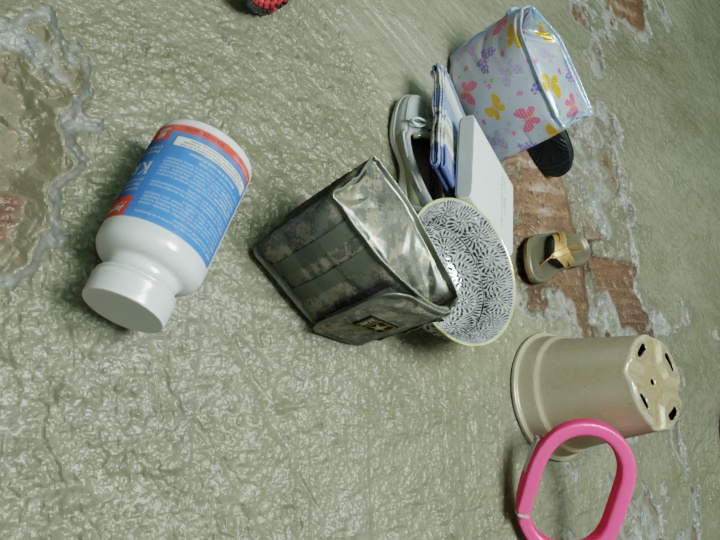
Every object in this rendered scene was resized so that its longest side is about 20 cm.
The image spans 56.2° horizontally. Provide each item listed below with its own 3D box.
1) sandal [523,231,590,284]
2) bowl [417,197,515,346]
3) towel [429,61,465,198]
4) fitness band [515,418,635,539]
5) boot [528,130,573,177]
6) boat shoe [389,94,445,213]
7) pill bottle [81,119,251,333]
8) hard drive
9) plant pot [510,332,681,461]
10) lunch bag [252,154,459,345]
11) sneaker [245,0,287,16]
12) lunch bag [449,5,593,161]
[{"bbox_3d":[0.340,-0.031,1.141,0.199,0.054,0.081,-12,83,-40],"label":"sandal"},{"bbox_3d":[0.110,0.011,0.916,0.200,0.094,0.202,14,67,-35],"label":"bowl"},{"bbox_3d":[0.134,-0.188,0.997,0.147,0.024,0.201,50,36,-51],"label":"towel"},{"bbox_3d":[0.294,0.301,0.924,0.143,0.037,0.202,16,97,4],"label":"fitness band"},{"bbox_3d":[0.347,-0.286,1.222,0.162,0.073,0.199,-41,102,-43],"label":"boot"},{"bbox_3d":[0.089,-0.166,0.976,0.074,0.065,0.204,13,68,-35],"label":"boat shoe"},{"bbox_3d":[-0.194,-0.044,0.679,0.112,0.112,0.201,35,56,-25],"label":"pill bottle"},{"bbox_3d":[0.191,-0.121,1.016,0.200,0.026,0.133,40,50,-54],"label":"hard drive"},{"bbox_3d":[0.359,0.176,1.004,0.199,0.183,0.202,13,68,-35],"label":"plant pot"},{"bbox_3d":[0.000,0.000,0.786,0.200,0.164,0.118,52,46,-12],"label":"lunch bag"},{"bbox_3d":[-0.114,-0.411,0.899,0.096,0.079,0.200,44,44,-7],"label":"sneaker"},{"bbox_3d":[0.248,-0.297,1.077,0.127,0.169,0.201,-32,95,-39],"label":"lunch bag"}]
